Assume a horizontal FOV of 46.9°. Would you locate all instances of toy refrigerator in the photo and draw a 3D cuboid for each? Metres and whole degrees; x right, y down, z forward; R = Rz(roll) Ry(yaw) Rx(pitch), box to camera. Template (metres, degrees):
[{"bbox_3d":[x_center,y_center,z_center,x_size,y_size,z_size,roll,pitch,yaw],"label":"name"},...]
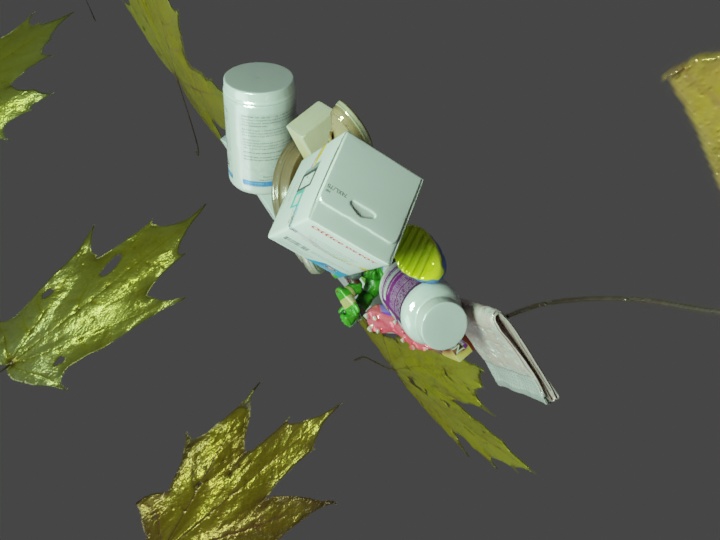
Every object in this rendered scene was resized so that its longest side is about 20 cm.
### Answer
[{"bbox_3d":[-0.048,-0.189,1.459,0.070,0.076,0.202,40,164,48],"label":"toy refrigerator"}]

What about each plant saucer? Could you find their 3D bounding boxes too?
[{"bbox_3d":[-0.087,-0.144,1.506,0.029,0.202,0.202,7,141,36],"label":"plant saucer"}]

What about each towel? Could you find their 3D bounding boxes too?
[{"bbox_3d":[0.234,0.133,1.409,0.193,0.032,0.200,55,169,-13],"label":"towel"}]

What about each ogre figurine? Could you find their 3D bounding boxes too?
[{"bbox_3d":[0.000,0.000,1.620,0.097,0.119,0.203,4,121,48],"label":"ogre figurine"}]

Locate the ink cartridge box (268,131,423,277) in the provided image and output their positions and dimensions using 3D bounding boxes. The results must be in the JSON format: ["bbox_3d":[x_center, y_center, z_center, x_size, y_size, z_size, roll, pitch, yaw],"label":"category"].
[{"bbox_3d":[-0.026,-0.094,1.273,0.145,0.148,0.199,28,165,-18],"label":"ink cartridge box"}]

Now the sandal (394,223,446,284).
[{"bbox_3d":[0.082,-0.040,1.414,0.087,0.080,0.200,33,-172,-48],"label":"sandal"}]

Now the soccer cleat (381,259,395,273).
[{"bbox_3d":[0.066,-0.024,1.570,0.202,0.069,0.087,61,-175,-36],"label":"soccer cleat"}]

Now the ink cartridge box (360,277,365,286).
[{"bbox_3d":[0.002,-0.038,1.733,0.149,0.075,0.200,55,171,-16],"label":"ink cartridge box"}]

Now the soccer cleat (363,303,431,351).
[{"bbox_3d":[0.088,0.099,1.580,0.198,0.076,0.068,12,126,49],"label":"soccer cleat"}]

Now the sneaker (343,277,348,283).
[{"bbox_3d":[-0.030,-0.046,1.896,0.203,0.079,0.086,63,177,1],"label":"sneaker"}]

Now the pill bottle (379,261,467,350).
[{"bbox_3d":[0.109,0.059,1.424,0.113,0.111,0.200,56,177,-24],"label":"pill bottle"}]

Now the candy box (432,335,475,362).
[{"bbox_3d":[0.146,0.104,1.630,0.118,0.056,0.200,55,168,-12],"label":"candy box"}]

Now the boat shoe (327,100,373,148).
[{"bbox_3d":[-0.022,-0.191,1.350,0.074,0.069,0.201,46,168,29],"label":"boat shoe"}]

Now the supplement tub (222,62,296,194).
[{"bbox_3d":[-0.178,-0.252,1.488,0.132,0.130,0.203,43,142,40],"label":"supplement tub"}]

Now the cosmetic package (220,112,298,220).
[{"bbox_3d":[-0.160,-0.219,1.640,0.202,0.150,0.052,58,170,-28],"label":"cosmetic package"}]

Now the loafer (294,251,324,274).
[{"bbox_3d":[-0.129,-0.087,1.753,0.062,0.072,0.204,-12,103,34],"label":"loafer"}]

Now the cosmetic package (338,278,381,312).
[{"bbox_3d":[-0.017,0.008,2.000,0.201,0.051,0.151,49,171,20],"label":"cosmetic package"}]
